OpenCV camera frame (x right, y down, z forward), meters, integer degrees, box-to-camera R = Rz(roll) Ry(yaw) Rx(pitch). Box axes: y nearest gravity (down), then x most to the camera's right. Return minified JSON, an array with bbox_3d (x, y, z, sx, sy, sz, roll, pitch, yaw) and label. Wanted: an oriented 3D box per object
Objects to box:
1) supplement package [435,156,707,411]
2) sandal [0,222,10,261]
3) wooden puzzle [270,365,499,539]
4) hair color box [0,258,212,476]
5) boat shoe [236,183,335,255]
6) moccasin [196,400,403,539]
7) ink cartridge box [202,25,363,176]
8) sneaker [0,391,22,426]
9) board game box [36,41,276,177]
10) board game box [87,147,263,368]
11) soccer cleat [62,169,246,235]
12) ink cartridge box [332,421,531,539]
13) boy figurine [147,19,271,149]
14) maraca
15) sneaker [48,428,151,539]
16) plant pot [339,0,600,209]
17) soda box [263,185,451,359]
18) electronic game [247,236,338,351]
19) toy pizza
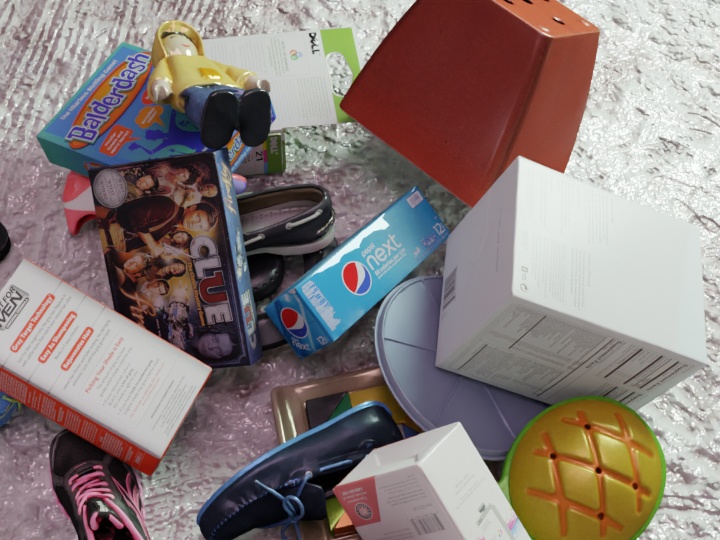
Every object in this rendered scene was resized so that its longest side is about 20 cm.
[{"bbox_3d":[0.194,0.025,1.041,0.198,0.151,0.153,19,55,-15],"label":"supplement package"},{"bbox_3d":[-0.448,-0.079,1.184,0.199,0.048,0.075,34,62,18],"label":"sandal"},{"bbox_3d":[0.025,0.170,1.045,0.197,0.037,0.187,-10,58,-8],"label":"wooden puzzle"},{"bbox_3d":[-0.246,0.088,1.009,0.199,0.061,0.102,32,59,-4],"label":"hair color box"},{"bbox_3d":[-0.123,-0.045,1.117,0.197,0.061,0.075,-7,51,-3],"label":"boat shoe"},{"bbox_3d":[-0.047,0.186,0.978,0.199,0.081,0.068,-31,65,-12],"label":"moccasin"},{"bbox_3d":[-0.094,-0.188,1.250,0.197,0.076,0.149,-7,57,-7],"label":"ink cartridge box"},{"bbox_3d":[-0.326,0.102,1.070,0.197,0.076,0.107,-5,76,-6],"label":"sneaker"},{"bbox_3d":[-0.210,-0.148,1.150,0.198,0.045,0.153,21,61,25],"label":"board game box"},{"bbox_3d":[-0.174,-0.006,1.057,0.134,0.035,0.203,-7,99,17],"label":"board game box"},{"bbox_3d":[-0.217,-0.075,1.178,0.197,0.067,0.078,1,86,5],"label":"soccer cleat"},{"bbox_3d":[0.079,0.237,0.926,0.067,0.116,0.201,-35,97,-43],"label":"ink cartridge box"},{"bbox_3d":[-0.149,-0.183,1.084,0.123,0.065,0.200,-6,34,-26],"label":"boy figurine"},{"bbox_3d":[0.183,0.198,0.992,0.199,0.107,0.137,-37,75,-13],"label":"maraca"},{"bbox_3d":[-0.224,0.211,0.978,0.078,0.096,0.201,-25,60,-15],"label":"sneaker"},{"bbox_3d":[0.133,-0.203,1.160,0.199,0.177,0.199,39,31,21],"label":"plant pot"},{"bbox_3d":[0.000,0.000,1.100,0.200,0.068,0.064,-40,95,-38],"label":"soda box"},{"bbox_3d":[-0.117,0.000,1.147,0.197,0.042,0.202,-2,51,2],"label":"electronic game"},{"bbox_3d":[0.098,0.094,1.071,0.198,0.032,0.202,17,48,-20],"label":"toy pizza"}]
